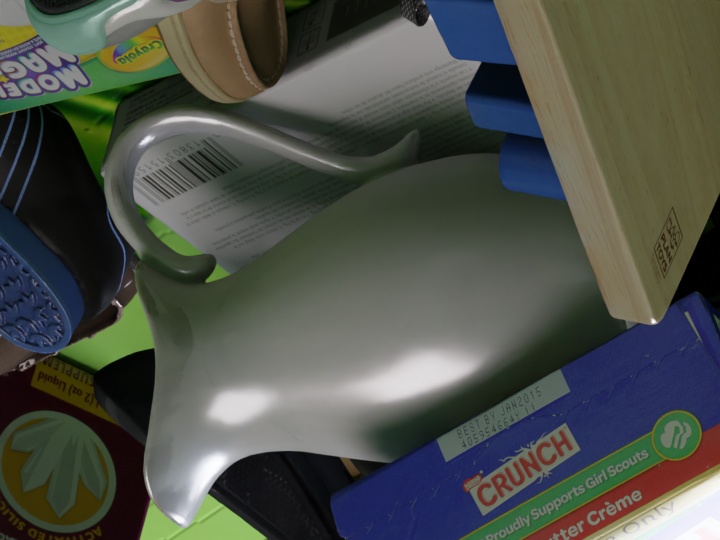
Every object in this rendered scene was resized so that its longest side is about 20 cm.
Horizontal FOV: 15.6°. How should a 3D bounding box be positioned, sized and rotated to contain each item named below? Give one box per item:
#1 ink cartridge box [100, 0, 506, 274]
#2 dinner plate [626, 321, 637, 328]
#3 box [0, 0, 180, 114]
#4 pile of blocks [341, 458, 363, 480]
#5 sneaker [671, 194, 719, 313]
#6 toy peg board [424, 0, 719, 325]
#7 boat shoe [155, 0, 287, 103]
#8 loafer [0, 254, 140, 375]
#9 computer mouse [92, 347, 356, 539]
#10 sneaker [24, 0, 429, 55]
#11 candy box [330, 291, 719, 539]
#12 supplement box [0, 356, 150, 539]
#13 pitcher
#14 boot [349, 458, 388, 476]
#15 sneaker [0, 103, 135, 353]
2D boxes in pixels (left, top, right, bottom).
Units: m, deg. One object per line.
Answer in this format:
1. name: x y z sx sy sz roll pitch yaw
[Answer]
1. ink cartridge box: 0.015 -0.042 1.139 0.199 0.044 0.173 -22 133 38
2. dinner plate: 0.071 0.019 1.224 0.199 0.024 0.201 8 144 6
3. box: -0.140 -0.133 1.058 0.117 0.049 0.200 -10 140 29
4. pile of blocks: 0.007 0.102 1.301 0.199 0.062 0.082 -9 144 39
5. sneaker: 0.164 0.017 1.168 0.082 0.072 0.201 24 140 6
6. toy peg board: 0.073 -0.124 0.891 0.097 0.200 0.200 11 148 29
7. boat shoe: -0.047 -0.138 1.000 0.064 0.072 0.201 3 143 14
8. loafer: -0.183 0.032 1.275 0.199 0.071 0.073 -22 133 38
9. computer mouse: -0.027 0.090 1.160 0.200 0.053 0.138 37 -177 3
10. sneaker: -0.017 -0.123 0.934 0.078 0.200 0.140 44 175 40
11. candy box: 0.106 0.110 1.057 0.168 0.077 0.200 -29 148 13
12. supplement box: -0.178 0.147 1.321 0.110 0.201 0.086 25 142 -17
13. pitcher: 0.000 0.000 1.070 0.199 0.173 0.121 -14 175 6
14. boot: 0.045 0.047 1.150 0.199 0.078 0.138 -19 129 39
15. sneaker: -0.175 -0.060 1.159 0.070 0.078 0.200 -20 112 41
